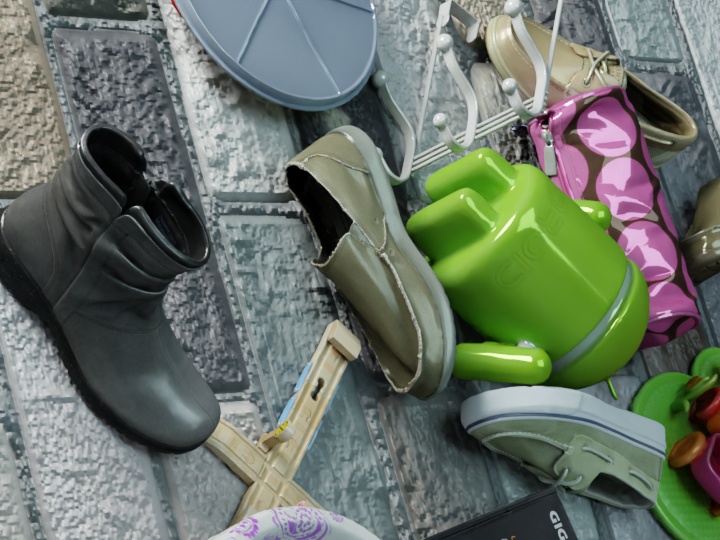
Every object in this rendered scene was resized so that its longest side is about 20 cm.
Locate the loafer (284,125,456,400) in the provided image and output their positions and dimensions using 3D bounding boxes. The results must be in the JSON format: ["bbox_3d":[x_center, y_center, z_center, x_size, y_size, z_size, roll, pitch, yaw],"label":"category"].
[{"bbox_3d":[0.000,0.000,1.614,0.069,0.075,0.201,-15,74,-35],"label":"loafer"}]

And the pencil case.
[{"bbox_3d":[0.190,-0.036,1.797,0.093,0.090,0.201,-7,74,-58],"label":"pencil case"}]

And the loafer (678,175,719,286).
[{"bbox_3d":[0.300,-0.043,1.923,0.068,0.076,0.200,60,32,1],"label":"loafer"}]

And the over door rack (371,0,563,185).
[{"bbox_3d":[0.086,-0.165,1.725,0.067,0.147,0.201,46,44,-23],"label":"over door rack"}]

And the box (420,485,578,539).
[{"bbox_3d":[0.099,0.264,1.571,0.198,0.050,0.201,-14,79,-46],"label":"box"}]

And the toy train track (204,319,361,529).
[{"bbox_3d":[-0.037,0.104,1.539,0.115,0.032,0.201,44,43,-17],"label":"toy train track"}]

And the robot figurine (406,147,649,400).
[{"bbox_3d":[0.127,0.005,1.690,0.200,0.115,0.176,41,47,-19],"label":"robot figurine"}]

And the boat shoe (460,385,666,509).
[{"bbox_3d":[0.152,0.127,1.682,0.199,0.072,0.063,15,63,-39],"label":"boat shoe"}]

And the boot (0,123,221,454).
[{"bbox_3d":[-0.131,0.017,1.422,0.200,0.131,0.070,47,43,-13],"label":"boot"}]

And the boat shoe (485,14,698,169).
[{"bbox_3d":[0.185,-0.149,1.870,0.199,0.065,0.073,34,48,-26],"label":"boat shoe"}]

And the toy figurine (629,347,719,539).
[{"bbox_3d":[0.326,0.102,1.779,0.150,0.184,0.200,48,42,-12],"label":"toy figurine"}]

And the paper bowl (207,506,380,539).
[{"bbox_3d":[-0.046,0.249,1.395,0.200,0.104,0.202,22,55,-34],"label":"paper bowl"}]

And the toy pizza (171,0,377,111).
[{"bbox_3d":[-0.069,-0.201,1.680,0.199,0.032,0.201,24,52,-34],"label":"toy pizza"}]
